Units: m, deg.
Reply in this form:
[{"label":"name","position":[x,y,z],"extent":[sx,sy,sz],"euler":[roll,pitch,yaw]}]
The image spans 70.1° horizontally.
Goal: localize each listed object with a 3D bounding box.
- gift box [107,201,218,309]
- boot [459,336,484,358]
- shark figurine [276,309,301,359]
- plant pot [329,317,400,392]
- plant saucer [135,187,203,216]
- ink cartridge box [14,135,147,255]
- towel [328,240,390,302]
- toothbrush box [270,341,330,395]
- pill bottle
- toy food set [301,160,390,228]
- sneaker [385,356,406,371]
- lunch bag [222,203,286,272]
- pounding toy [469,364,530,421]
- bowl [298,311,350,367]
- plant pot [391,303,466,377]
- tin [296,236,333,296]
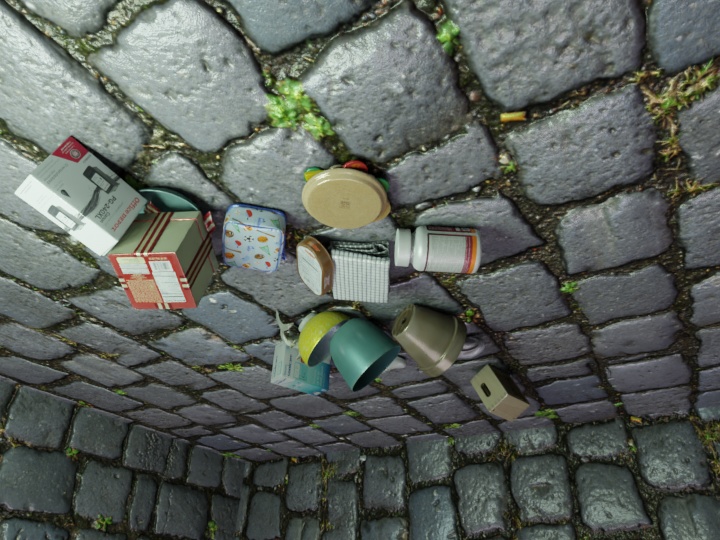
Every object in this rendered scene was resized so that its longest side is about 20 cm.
[{"label":"gift box","position":[-0.435,-0.042,1.174],"extent":[0.182,0.188,0.201],"euler":[2,127,4]},{"label":"boot","position":[0.313,0.257,1.738],"extent":[0.199,0.074,0.095],"euler":[-18,149,29]},{"label":"shark figurine","position":[-0.227,0.215,1.715],"extent":[0.128,0.090,0.214],"euler":[-49,138,10]},{"label":"plant pot","position":[-0.001,0.245,1.585],"extent":[0.200,0.161,0.201],"euler":[-38,159,-17]},{"label":"plant saucer","position":[-0.466,-0.136,1.225],"extent":[0.198,0.036,0.201],"euler":[2,146,1]},{"label":"ink cartridge box","position":[-0.572,-0.152,1.071],"extent":[0.083,0.146,0.200],"euler":[-26,124,32]},{"label":"towel","position":[0.000,0.000,1.362],"extent":[0.164,0.086,0.201],"euler":[6,143,8]},{"label":"toothbrush box","position":[-0.212,0.349,1.848],"extent":[0.199,0.148,0.085],"euler":[24,140,-28]},{"label":"pill bottle","position":[0.186,-0.052,1.247],"extent":[0.198,0.110,0.110],"euler":[3,147,-1]},{"label":"toy food set","position":[-0.032,-0.165,1.145],"extent":[0.198,0.049,0.199],"euler":[-3,146,8]},{"label":"sneaker","position":[0.072,0.358,1.906],"extent":[0.198,0.081,0.071],"euler":[2,145,-3]},{"label":"lunch bag","position":[-0.260,-0.075,1.274],"extent":[0.159,0.076,0.201],"euler":[7,146,-11]},{"label":"pounding toy","position":[0.518,0.471,1.972],"extent":[0.183,0.201,0.142],"euler":[29,110,-34]},{"label":"bowl","position":[-0.132,0.196,1.623],"extent":[0.107,0.200,0.201],"euler":[39,153,20]},{"label":"plant pot","position":[0.198,0.196,1.577],"extent":[0.173,0.201,0.200],"euler":[35,138,-15]},{"label":"tin","position":[-0.120,-0.006,1.341],"extent":[0.112,0.042,0.201],"euler":[38,151,19]}]
